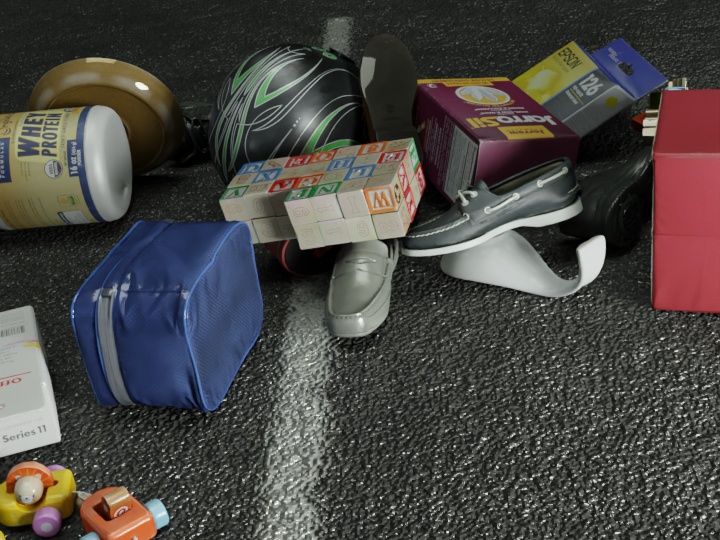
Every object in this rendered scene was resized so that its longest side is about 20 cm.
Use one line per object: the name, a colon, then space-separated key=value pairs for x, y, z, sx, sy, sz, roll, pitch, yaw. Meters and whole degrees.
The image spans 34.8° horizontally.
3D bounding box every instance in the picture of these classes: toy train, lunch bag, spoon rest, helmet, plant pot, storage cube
toy train: x=-0.260 y=0.199 z=0.890 sx=0.200 sy=0.056 sz=0.150 roll=-22 pitch=31 yaw=-27
lunch bag: x=-0.183 y=0.034 z=1.093 sx=0.132 sy=0.136 sz=0.200 roll=1 pitch=29 yaw=15
spoon rest: x=0.166 y=-0.009 z=1.192 sx=0.099 sy=0.061 sz=0.200 roll=-26 pitch=20 yaw=-34
helmet: x=-0.091 y=-0.177 z=1.414 sx=0.191 sy=0.200 sz=0.200 roll=-18 pitch=28 yaw=-42
plant pot: x=-0.330 y=-0.188 z=1.491 sx=0.200 sy=0.200 sz=0.028 roll=-4 pitch=48 yaw=5
storage cube: x=0.379 y=-0.071 z=1.119 sx=0.180 sy=0.171 sz=0.200 roll=2 pitch=30 yaw=18

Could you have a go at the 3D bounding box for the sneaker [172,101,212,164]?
sneaker: x=-0.199 y=-0.189 z=1.580 sx=0.199 sy=0.076 sz=0.114 roll=5 pitch=32 yaw=27

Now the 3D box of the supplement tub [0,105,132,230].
supplement tub: x=-0.398 y=-0.126 z=1.431 sx=0.200 sy=0.145 sz=0.144 roll=-5 pitch=28 yaw=4

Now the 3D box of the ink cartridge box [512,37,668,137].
ink cartridge box: x=0.273 y=-0.233 z=1.495 sx=0.200 sy=0.047 sz=0.198 roll=-36 pitch=25 yaw=11

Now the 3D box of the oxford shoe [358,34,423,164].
oxford shoe: x=0.030 y=-0.190 z=1.384 sx=0.071 sy=0.071 sz=0.200 roll=1 pitch=69 yaw=-11

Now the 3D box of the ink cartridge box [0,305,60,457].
ink cartridge box: x=-0.343 y=0.115 z=1.052 sx=0.117 sy=0.067 sz=0.200 roll=-14 pitch=28 yaw=-13

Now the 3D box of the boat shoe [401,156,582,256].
boat shoe: x=0.132 y=-0.066 z=1.195 sx=0.200 sy=0.060 sz=0.076 roll=-18 pitch=18 yaw=-13

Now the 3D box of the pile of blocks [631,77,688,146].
pile of blocks: x=0.361 y=-0.191 z=1.387 sx=0.062 sy=0.082 sz=0.200 roll=1 pitch=7 yaw=17

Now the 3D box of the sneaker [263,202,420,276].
sneaker: x=-0.023 y=-0.064 z=1.305 sx=0.200 sy=0.074 sz=0.087 roll=-24 pitch=31 yaw=-28

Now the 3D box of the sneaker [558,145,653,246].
sneaker: x=0.288 y=-0.091 z=1.290 sx=0.091 sy=0.076 sz=0.200 roll=3 pitch=24 yaw=38

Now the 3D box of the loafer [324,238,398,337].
loafer: x=0.000 y=0.000 z=1.183 sx=0.070 sy=0.070 sz=0.200 roll=-2 pitch=28 yaw=9

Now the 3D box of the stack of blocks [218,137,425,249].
stack of blocks: x=-0.042 y=-0.076 z=1.209 sx=0.200 sy=0.059 sz=0.115 roll=-7 pitch=29 yaw=20

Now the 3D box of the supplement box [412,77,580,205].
supplement box: x=0.149 y=-0.148 z=1.357 sx=0.131 sy=0.103 sz=0.200 roll=-5 pitch=30 yaw=-20
